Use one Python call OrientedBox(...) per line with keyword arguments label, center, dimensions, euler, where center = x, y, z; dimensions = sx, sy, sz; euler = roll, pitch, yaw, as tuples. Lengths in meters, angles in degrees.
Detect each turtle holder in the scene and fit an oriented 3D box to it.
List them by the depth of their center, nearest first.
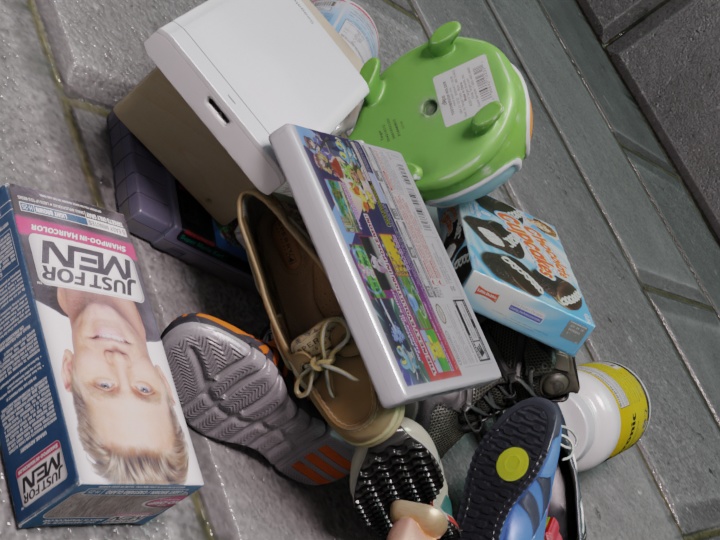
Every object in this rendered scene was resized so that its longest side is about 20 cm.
OrientedBox(label="turtle holder", center=(0.067, -0.109, 0.944), dimensions=(0.141, 0.186, 0.132), euler=(45, 8, 31))

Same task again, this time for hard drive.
OrientedBox(label="hard drive", center=(-0.069, -0.150, 0.812), dimensions=(0.132, 0.027, 0.200), euler=(50, 30, -10))

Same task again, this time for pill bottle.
OrientedBox(label="pill bottle", center=(-0.044, -0.211, 1.147), dimensions=(0.109, 0.109, 0.200), euler=(47, 27, -17))
OrientedBox(label="pill bottle", center=(0.243, 0.162, 1.196), dimensions=(0.200, 0.111, 0.112), euler=(-1, 60, -60))

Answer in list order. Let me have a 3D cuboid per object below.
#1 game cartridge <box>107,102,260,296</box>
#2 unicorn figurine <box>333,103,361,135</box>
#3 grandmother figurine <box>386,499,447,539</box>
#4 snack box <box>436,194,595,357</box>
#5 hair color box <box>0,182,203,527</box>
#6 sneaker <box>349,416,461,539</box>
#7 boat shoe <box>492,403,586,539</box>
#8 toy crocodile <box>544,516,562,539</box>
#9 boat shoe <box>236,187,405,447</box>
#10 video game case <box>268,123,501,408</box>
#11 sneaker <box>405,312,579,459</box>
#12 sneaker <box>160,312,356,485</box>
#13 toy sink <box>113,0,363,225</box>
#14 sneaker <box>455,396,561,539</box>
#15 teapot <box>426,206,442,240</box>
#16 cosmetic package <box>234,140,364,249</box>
OrientedBox(label="game cartridge", center=(-0.122, -0.052, 0.912), dimensions=(0.200, 0.038, 0.130), euler=(28, 32, -44))
OrientedBox(label="unicorn figurine", center=(-0.058, -0.130, 1.033), dimensions=(0.200, 0.138, 0.074), euler=(33, 18, -2))
OrientedBox(label="grandmother figurine", center=(0.006, 0.243, 0.706), dimensions=(0.200, 0.060, 0.122), euler=(-58, 148, -46))
OrientedBox(label="snack box", center=(0.132, -0.008, 0.959), dimensions=(0.116, 0.037, 0.200), euler=(24, 24, -12))
OrientedBox(label="hair color box", center=(-0.174, 0.052, 0.663), dimensions=(0.100, 0.060, 0.201), euler=(15, 47, -53))
OrientedBox(label="sneaker", center=(0.025, 0.148, 0.832), dimensions=(0.200, 0.070, 0.094), euler=(67, 1, -54))
OrientedBox(label="boat shoe", center=(0.176, 0.182, 1.065), dimensions=(0.062, 0.075, 0.201), euler=(89, -9, -78))
OrientedBox(label="toy crocodile", center=(0.155, 0.239, 0.976), dimensions=(0.201, 0.062, 0.068), euler=(71, 22, -12))
OrientedBox(label="boat shoe", center=(-0.035, 0.031, 0.749), dimensions=(0.063, 0.073, 0.200), euler=(24, 33, -59))
OrientedBox(label="video game case", center=(0.023, -0.004, 0.776), dimensions=(0.182, 0.023, 0.201), euler=(2, 62, -63))
OrientedBox(label="sneaker", center=(0.117, 0.105, 0.951), dimensions=(0.114, 0.200, 0.076), euler=(25, -25, 36))
OrientedBox(label="sneaker", center=(-0.079, 0.072, 0.804), dimensions=(0.200, 0.077, 0.112), euler=(48, 20, -40))
OrientedBox(label="toy sink", center=(-0.097, -0.153, 0.912), dimensions=(0.130, 0.112, 0.200), euler=(47, 31, -16))
OrientedBox(label="sneaker", center=(0.127, 0.207, 0.909), dimensions=(0.078, 0.066, 0.201), euler=(37, 69, -44))
OrientedBox(label="teapot", center=(0.099, -0.003, 1.104), dimensions=(0.200, 0.146, 0.198), euler=(49, 26, -14))
OrientedBox(label="cosmetic package", center=(0.000, 0.000, 0.916), dimensions=(0.113, 0.081, 0.200), euler=(-55, 127, -29))
